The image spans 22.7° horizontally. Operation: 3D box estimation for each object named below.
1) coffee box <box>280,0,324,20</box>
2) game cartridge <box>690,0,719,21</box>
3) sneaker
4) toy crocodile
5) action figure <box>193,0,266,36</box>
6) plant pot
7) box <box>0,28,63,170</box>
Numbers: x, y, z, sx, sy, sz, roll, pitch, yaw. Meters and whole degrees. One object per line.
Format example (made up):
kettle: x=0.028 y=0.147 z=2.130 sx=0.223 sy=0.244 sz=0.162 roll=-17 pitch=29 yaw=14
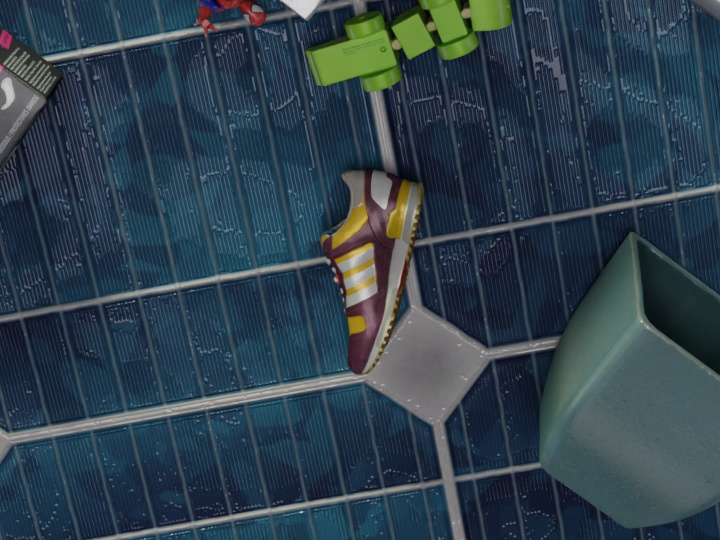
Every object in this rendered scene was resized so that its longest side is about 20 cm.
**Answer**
coffee box: x=-0.060 y=-0.369 z=1.536 sx=0.199 sy=0.200 sz=0.198 roll=38 pitch=104 yaw=-12
game cartridge: x=0.350 y=-0.336 z=1.631 sx=0.133 sy=0.042 sz=0.201 roll=33 pitch=106 yaw=-6
sneaker: x=0.000 y=0.000 z=1.734 sx=0.089 sy=0.075 sz=0.202 roll=15 pitch=102 yaw=4
toy crocodile: x=0.045 y=-0.220 z=1.665 sx=0.199 sy=0.062 sz=0.068 roll=-20 pitch=108 yaw=12
action figure: x=-0.159 y=-0.290 z=1.621 sx=0.065 sy=0.099 sz=0.200 roll=-42 pitch=106 yaw=15
plant pot: x=0.273 y=0.125 z=1.712 sx=0.195 sy=0.197 sz=0.200 roll=36 pitch=114 yaw=-11
box: x=-0.393 y=-0.181 z=1.652 sx=0.199 sy=0.106 sz=0.123 roll=35 pitch=105 yaw=-10
